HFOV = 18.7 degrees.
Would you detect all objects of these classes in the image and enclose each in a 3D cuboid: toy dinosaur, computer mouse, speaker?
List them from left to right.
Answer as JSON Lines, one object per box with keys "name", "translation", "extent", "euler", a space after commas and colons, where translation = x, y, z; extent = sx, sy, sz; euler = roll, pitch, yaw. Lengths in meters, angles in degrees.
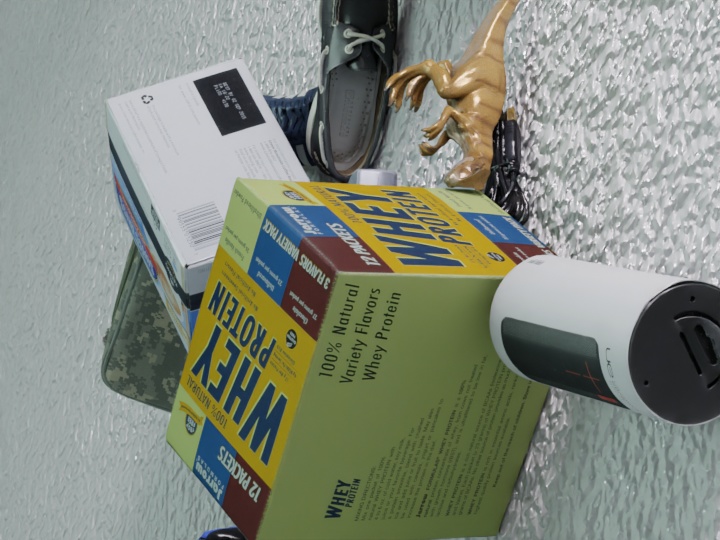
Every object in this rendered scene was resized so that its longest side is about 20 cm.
{"name": "computer mouse", "translation": [0.063, -0.034, 1.595], "extent": [0.200, 0.043, 0.111], "euler": [126, 147, -51]}
{"name": "toy dinosaur", "translation": [0.080, -0.136, 1.543], "extent": [0.060, 0.105, 0.202], "euler": [53, -135, -56]}
{"name": "speaker", "translation": [0.148, 0.037, 1.271], "extent": [0.200, 0.080, 0.082], "euler": [-166, 86, -70]}

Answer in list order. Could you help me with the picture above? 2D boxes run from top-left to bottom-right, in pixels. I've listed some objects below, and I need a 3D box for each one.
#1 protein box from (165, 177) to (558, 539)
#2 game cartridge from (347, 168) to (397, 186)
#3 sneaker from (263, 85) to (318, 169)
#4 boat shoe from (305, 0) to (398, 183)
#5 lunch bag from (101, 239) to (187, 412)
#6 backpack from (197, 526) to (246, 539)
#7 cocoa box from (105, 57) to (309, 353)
{"name": "protein box", "translation": [0.007, 0.059, 1.433], "extent": [0.135, 0.199, 0.200], "euler": [42, 122, 47]}
{"name": "game cartridge", "translation": [0.000, 0.000, 1.706], "extent": [0.200, 0.040, 0.134], "euler": [110, 160, -72]}
{"name": "sneaker", "translation": [-0.069, -0.128, 1.952], "extent": [0.200, 0.084, 0.076], "euler": [155, 122, -67]}
{"name": "boat shoe", "translation": [-0.004, -0.172, 1.809], "extent": [0.060, 0.073, 0.202], "euler": [-126, 46, -64]}
{"name": "lunch bag", "translation": [-0.154, 0.016, 2.041], "extent": [0.168, 0.138, 0.201], "euler": [-82, 11, -62]}
{"name": "backpack", "translation": [-0.040, 0.296, 1.572], "extent": [0.168, 0.161, 0.202], "euler": [116, 144, -60]}
{"name": "cocoa box", "translation": [-0.120, -0.052, 1.845], "extent": [0.132, 0.132, 0.201], "euler": [93, 154, -52]}
